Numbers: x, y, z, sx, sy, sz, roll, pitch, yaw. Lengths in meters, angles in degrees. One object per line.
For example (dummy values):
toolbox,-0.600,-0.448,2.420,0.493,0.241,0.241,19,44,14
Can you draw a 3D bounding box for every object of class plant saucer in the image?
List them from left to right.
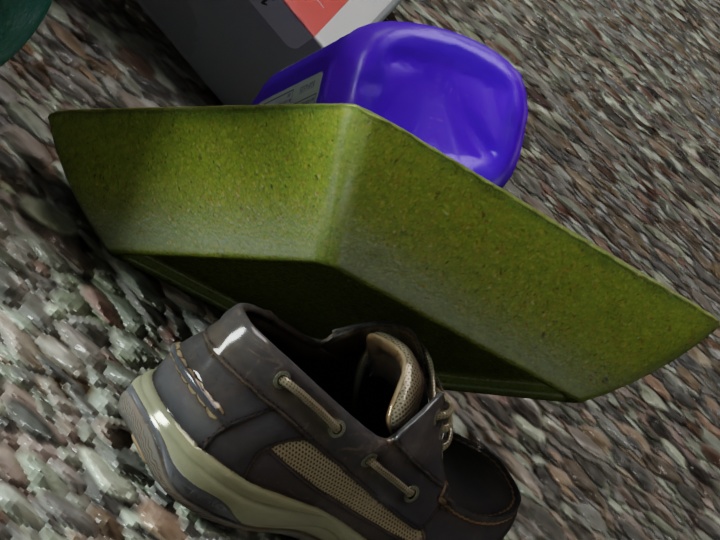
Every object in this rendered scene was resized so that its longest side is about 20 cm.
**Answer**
plant saucer,0.000,0.000,1.039,0.200,0.048,0.200,29,-15,-36

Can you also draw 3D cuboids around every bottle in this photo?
bottle,-0.005,-0.050,1.096,0.083,0.065,0.200,17,-12,-19

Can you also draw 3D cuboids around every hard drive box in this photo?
hard drive box,-0.035,-0.188,1.309,0.156,0.077,0.200,49,45,-11

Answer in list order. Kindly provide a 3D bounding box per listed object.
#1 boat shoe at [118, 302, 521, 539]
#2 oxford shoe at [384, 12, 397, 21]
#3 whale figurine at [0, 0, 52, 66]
boat shoe,0.003,0.061,0.982,0.200,0.073,0.075,19,29,-51
oxford shoe,-0.052,-0.163,1.407,0.200,0.073,0.084,49,12,-15
whale figurine,-0.152,-0.156,0.974,0.159,0.200,0.104,2,-13,41
